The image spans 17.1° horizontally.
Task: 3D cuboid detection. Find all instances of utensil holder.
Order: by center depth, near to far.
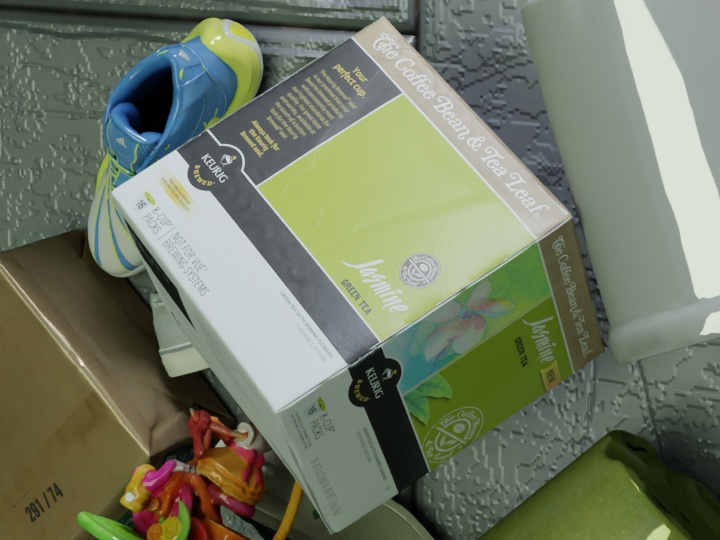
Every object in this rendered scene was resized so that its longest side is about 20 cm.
[{"bbox_3d":[0.189,-0.070,1.285,0.169,0.170,0.201,-18,88,34],"label":"utensil holder"}]

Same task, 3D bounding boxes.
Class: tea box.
[{"bbox_3d":[0.000,0.000,1.354,0.196,0.134,0.200,-33,52,-8],"label":"tea box"}]

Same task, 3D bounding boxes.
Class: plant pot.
[{"bbox_3d":[0.131,0.200,1.372,0.200,0.200,0.184,46,104,16],"label":"plant pot"}]

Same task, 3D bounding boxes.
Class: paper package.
[{"bbox_3d":[-0.217,0.105,1.617,0.191,0.103,0.200,50,120,13],"label":"paper package"}]

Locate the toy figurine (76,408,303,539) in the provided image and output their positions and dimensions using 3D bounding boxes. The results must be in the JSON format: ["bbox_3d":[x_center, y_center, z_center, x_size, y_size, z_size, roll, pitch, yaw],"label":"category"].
[{"bbox_3d":[-0.055,0.118,1.456,0.199,0.150,0.185,26,85,38],"label":"toy figurine"}]

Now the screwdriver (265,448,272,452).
[{"bbox_3d":[-0.036,0.105,1.503,0.199,0.028,0.029,-28,56,8],"label":"screwdriver"}]

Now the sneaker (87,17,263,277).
[{"bbox_3d":[-0.143,-0.075,1.532,0.076,0.105,0.201,39,117,20],"label":"sneaker"}]

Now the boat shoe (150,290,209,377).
[{"bbox_3d":[-0.060,0.010,1.517,0.200,0.070,0.072,-21,91,36],"label":"boat shoe"}]

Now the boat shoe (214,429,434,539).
[{"bbox_3d":[-0.009,0.175,1.530,0.200,0.068,0.072,36,75,17],"label":"boat shoe"}]
